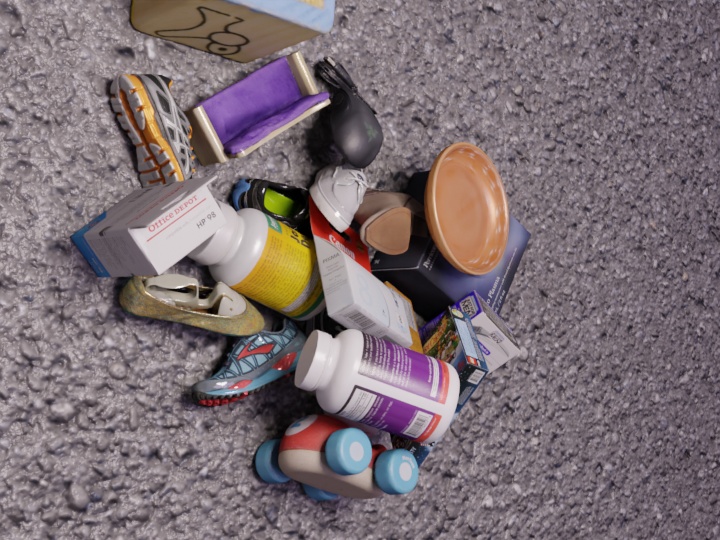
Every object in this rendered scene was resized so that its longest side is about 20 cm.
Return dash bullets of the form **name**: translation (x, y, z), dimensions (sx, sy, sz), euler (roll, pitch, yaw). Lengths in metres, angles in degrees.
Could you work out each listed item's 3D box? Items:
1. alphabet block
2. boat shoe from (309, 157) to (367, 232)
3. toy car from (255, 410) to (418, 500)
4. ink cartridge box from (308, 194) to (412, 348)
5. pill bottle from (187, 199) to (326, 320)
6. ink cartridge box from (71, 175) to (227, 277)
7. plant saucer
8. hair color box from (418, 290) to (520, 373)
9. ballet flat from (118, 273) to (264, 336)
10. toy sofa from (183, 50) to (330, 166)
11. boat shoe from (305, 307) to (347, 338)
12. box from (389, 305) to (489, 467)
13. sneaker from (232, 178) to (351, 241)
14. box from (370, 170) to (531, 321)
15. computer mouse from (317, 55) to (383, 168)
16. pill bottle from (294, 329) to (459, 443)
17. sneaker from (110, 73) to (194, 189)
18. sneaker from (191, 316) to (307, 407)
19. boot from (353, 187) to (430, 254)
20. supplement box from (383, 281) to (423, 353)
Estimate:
- **alphabet block**: translation (-0.161, -0.400, 1.163), dimensions (0.195, 0.200, 0.197), euler (10, 82, -40)
- **boat shoe**: translation (-0.022, -0.116, 1.281), dimensions (0.072, 0.068, 0.200), euler (49, 14, -12)
- **toy car**: translation (-0.024, 0.210, 1.280), dimensions (0.177, 0.184, 0.200), euler (30, 57, -35)
- **ink cartridge box**: translation (0.000, 0.000, 1.248), dimensions (0.160, 0.047, 0.200), euler (37, 35, -50)
- **pill bottle**: translation (-0.135, -0.016, 1.226), dimensions (0.200, 0.113, 0.113), euler (28, 70, -35)
- **ink cartridge box**: translation (-0.245, -0.050, 1.077), dimensions (0.116, 0.200, 0.067), euler (-42, 115, -33)
- **plant saucer**: translation (0.156, -0.091, 1.353), dimensions (0.200, 0.037, 0.201), euler (12, 74, -48)
- **hair color box**: translation (0.135, 0.134, 1.404), dimensions (0.109, 0.200, 0.065), euler (44, 19, -30)
- **ballet flat**: translation (-0.208, 0.039, 1.166), dimensions (0.200, 0.071, 0.071), euler (13, 80, -26)
- **toy sofa**: translation (-0.142, -0.226, 1.239), dimensions (0.200, 0.097, 0.083), euler (-38, 113, -34)
- **boat shoe**: translation (-0.035, 0.077, 1.336), dimensions (0.072, 0.068, 0.200), euler (0, 88, -40)
- **box**: translation (0.104, 0.170, 1.303), dimensions (0.038, 0.137, 0.200), euler (22, 117, -20)
- **sneaker**: translation (-0.089, -0.074, 1.287), dimensions (0.199, 0.083, 0.071), euler (27, 71, -37)
- **box**: translation (0.149, -0.030, 1.463), dimensions (0.198, 0.123, 0.200), euler (39, 64, -31)
- **computer mouse**: translation (-0.004, -0.228, 1.318), dimensions (0.139, 0.053, 0.200), euler (46, 25, -33)
- **pill bottle**: translation (0.021, 0.146, 1.172), dimensions (0.200, 0.112, 0.113), euler (22, 73, -15)
- **sneaker**: translation (-0.248, -0.162, 1.163), dimensions (0.077, 0.078, 0.200), euler (-32, 110, -46)
- **sneaker**: translation (-0.158, 0.122, 1.241), dimensions (0.200, 0.079, 0.096), euler (-21, 85, -43)
- **boot**: translation (0.020, -0.080, 1.336), dimensions (0.200, 0.146, 0.070), euler (-7, 114, -51)
- **supplement box**: translation (0.048, 0.107, 1.336), dimensions (0.069, 0.067, 0.200), euler (40, 22, -28)
